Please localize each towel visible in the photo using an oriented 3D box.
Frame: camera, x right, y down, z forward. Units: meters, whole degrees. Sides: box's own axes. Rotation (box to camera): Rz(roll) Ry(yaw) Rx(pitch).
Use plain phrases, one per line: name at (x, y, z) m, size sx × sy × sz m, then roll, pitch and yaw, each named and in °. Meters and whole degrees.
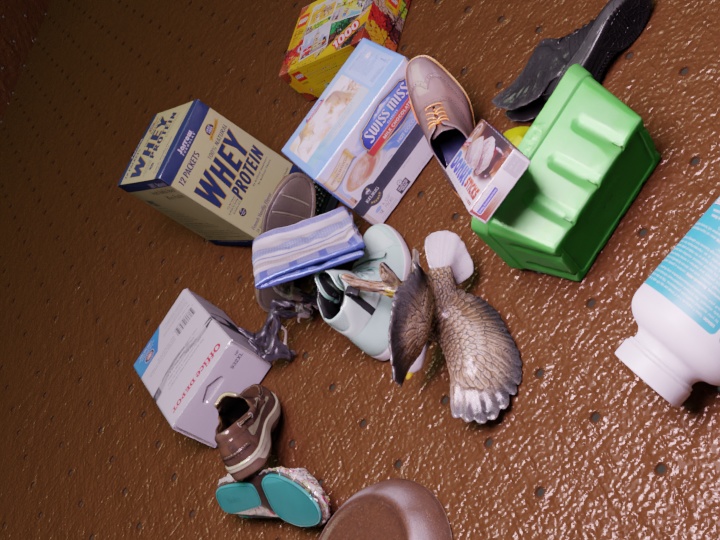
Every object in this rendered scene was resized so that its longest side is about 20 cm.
towel at (-0.070, -0.032, 1.171) m, size 0.145 × 0.024 × 0.200 m, roll -19°, pitch 18°, yaw -1°

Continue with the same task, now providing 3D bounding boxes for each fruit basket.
fruit basket at (0.191, -0.108, 0.993) m, size 0.213 × 0.155 × 0.218 m, roll -13°, pitch 64°, yaw 27°

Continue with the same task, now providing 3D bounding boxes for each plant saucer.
plant saucer at (0.008, 0.309, 0.959) m, size 0.199 × 0.037 × 0.202 m, roll -30°, pitch 43°, yaw 33°

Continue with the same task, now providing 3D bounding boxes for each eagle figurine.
eagle figurine at (0.079, 0.060, 0.989) m, size 0.150 × 0.153 × 0.200 m, roll -18°, pitch 22°, yaw -9°

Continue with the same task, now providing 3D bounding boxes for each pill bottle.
pill bottle at (0.306, 0.018, 0.774) m, size 0.200 × 0.110 × 0.111 m, roll -50°, pitch 36°, yaw 8°

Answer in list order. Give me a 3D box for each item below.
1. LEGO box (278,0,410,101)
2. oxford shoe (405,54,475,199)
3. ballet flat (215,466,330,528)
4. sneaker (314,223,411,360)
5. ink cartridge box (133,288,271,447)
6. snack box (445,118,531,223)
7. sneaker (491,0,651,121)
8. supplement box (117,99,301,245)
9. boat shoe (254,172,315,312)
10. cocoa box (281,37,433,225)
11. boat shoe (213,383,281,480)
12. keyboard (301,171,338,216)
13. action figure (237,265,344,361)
LEGO box at (-0.025, -0.381, 1.501) m, size 0.199 × 0.077 × 0.151 m, roll -11°, pitch 55°, yaw 45°
oxford shoe at (0.105, -0.183, 1.124) m, size 0.071 × 0.073 × 0.202 m, roll -29°, pitch 74°, yaw 14°
ballet flat at (-0.096, 0.259, 1.096) m, size 0.198 × 0.077 × 0.064 m, roll -6°, pitch 14°, yaw 44°
sneaker at (0.000, 0.000, 1.139) m, size 0.073 × 0.118 × 0.202 m, roll -31°, pitch 41°, yaw 32°
ink cartridge box at (-0.232, 0.137, 1.332) m, size 0.146 × 0.083 × 0.200 m, roll -55°, pitch 35°, yaw 1°
snack box at (0.126, -0.106, 0.939) m, size 0.072 × 0.024 × 0.200 m, roll -56°, pitch 11°, yaw 14°
sneaker at (0.251, -0.260, 1.098) m, size 0.201 × 0.060 × 0.104 m, roll -56°, pitch 40°, yaw 5°
supplement box at (-0.239, -0.145, 1.444) m, size 0.199 × 0.199 × 0.136 m, roll 2°, pitch 64°, yaw 57°
boat shoe at (-0.117, -0.044, 1.312) m, size 0.068 × 0.071 × 0.203 m, roll -140°, pitch 65°, yaw -71°
cocoa box at (0.014, -0.190, 1.259) m, size 0.201 × 0.131 × 0.133 m, roll -53°, pitch 36°, yaw 4°
boat shoe at (-0.146, 0.179, 1.155) m, size 0.074 × 0.075 × 0.202 m, roll -33°, pitch 15°, yaw 3°
keyboard at (-0.068, -0.128, 1.387) m, size 0.103 × 0.039 × 0.202 m, roll 1°, pitch 63°, yaw 49°
action figure at (-0.085, 0.023, 1.238) m, size 0.201 × 0.102 × 0.119 m, roll -54°, pitch 24°, yaw 5°
